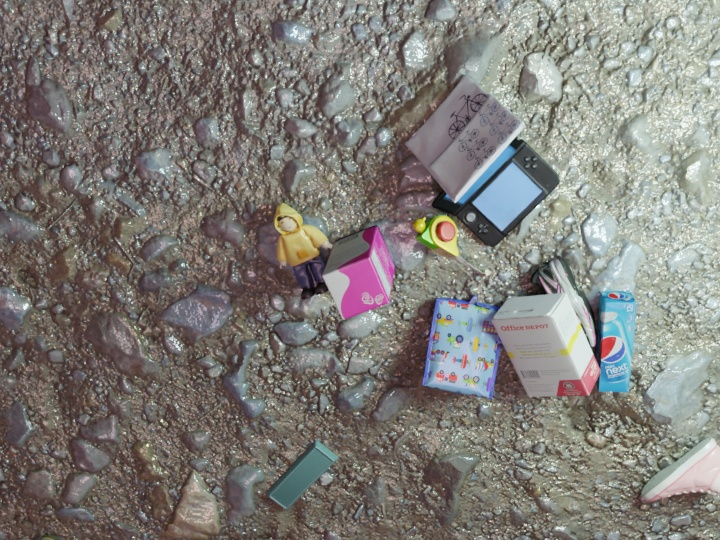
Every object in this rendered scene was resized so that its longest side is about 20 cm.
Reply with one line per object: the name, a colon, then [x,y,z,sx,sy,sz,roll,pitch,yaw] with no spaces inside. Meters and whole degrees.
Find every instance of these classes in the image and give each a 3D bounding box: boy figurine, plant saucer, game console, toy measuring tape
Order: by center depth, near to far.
game console: [0.264,-0.151,1.509,0.176,0.117,0.200,42,109,-9]
toy measuring tape: [0.190,-0.059,1.587,0.199,0.074,0.074,28,111,-22]
boy figurine: [-0.120,-0.047,1.620,0.123,0.065,0.202,-14,110,15]
plant saucer: [-0.139,0.485,1.838,0.070,0.019,0.200,39,110,-8]

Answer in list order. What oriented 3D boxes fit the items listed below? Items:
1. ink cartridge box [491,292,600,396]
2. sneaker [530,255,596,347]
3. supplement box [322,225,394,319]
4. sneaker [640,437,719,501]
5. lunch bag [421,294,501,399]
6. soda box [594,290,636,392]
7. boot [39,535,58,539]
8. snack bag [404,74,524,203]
ink cartridge box: [0.377,0.152,1.585,0.144,0.083,0.201,-8,118,44]
sneaker: [0.415,0.070,1.603,0.086,0.080,0.201,-23,98,26]
supplement box: [0.000,0.000,1.549,0.100,0.200,0.104,-20,106,14]
sneaker: [0.712,0.460,1.689,0.200,0.075,0.105,-43,82,15]
lunch bag: [0.219,0.150,1.646,0.149,0.094,0.202,10,102,6]
soda box: [0.522,0.146,1.611,0.063,0.068,0.202,0,110,6]
boot: [-0.804,0.788,1.951,0.071,0.155,0.202,6,110,4]
snack bag: [0.187,-0.254,1.458,0.021,0.201,0.189,23,116,-46]
